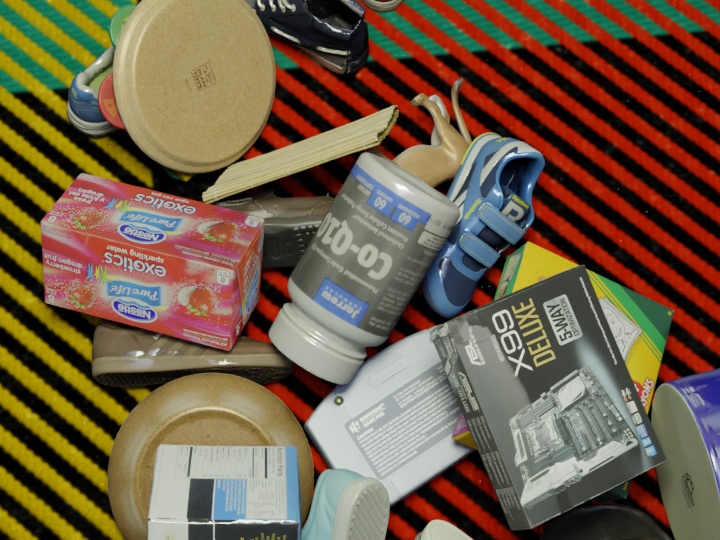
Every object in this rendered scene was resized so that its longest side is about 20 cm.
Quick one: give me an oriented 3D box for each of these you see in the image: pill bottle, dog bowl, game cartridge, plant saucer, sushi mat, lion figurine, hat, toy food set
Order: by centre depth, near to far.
[{"bbox_3d":[0.248,0.300,1.298,0.198,0.081,0.203,8,59,-14],"label":"hat"},{"bbox_3d":[0.340,0.194,1.300,0.078,0.200,0.203,-11,74,-5],"label":"dog bowl"},{"bbox_3d":[-0.142,0.199,1.322,0.197,0.035,0.203,0,90,-5],"label":"plant saucer"},{"bbox_3d":[0.000,0.000,1.337,0.113,0.114,0.201,31,99,6],"label":"pill bottle"},{"bbox_3d":[0.051,0.140,1.382,0.199,0.041,0.134,-31,81,-12],"label":"game cartridge"},{"bbox_3d":[-0.058,-0.116,1.386,0.198,0.096,0.012,-18,109,20],"label":"sushi mat"},{"bbox_3d":[-0.172,-0.197,1.414,0.198,0.048,0.201,-50,124,-22],"label":"toy food set"},{"bbox_3d":[0.061,-0.105,1.438,0.199,0.072,0.123,-35,85,-17],"label":"lion figurine"}]

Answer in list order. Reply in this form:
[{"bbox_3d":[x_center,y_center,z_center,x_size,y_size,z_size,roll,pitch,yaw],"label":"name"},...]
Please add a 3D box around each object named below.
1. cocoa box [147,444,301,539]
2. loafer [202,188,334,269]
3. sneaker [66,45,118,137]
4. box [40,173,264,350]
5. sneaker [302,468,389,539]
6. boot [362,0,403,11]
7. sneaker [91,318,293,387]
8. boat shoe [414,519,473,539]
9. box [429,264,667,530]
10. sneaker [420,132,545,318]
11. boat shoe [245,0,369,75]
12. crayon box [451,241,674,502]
[{"bbox_3d":[-0.119,0.272,1.235,0.129,0.134,0.202,1,112,-5],"label":"cocoa box"},{"bbox_3d":[-0.107,-0.042,1.417,0.197,0.074,0.071,2,39,-2],"label":"loafer"},{"bbox_3d":[-0.214,-0.209,1.446,0.199,0.077,0.076,-35,77,-15],"label":"sneaker"},{"bbox_3d":[-0.199,-0.009,1.346,0.198,0.101,0.096,14,37,9],"label":"box"},{"bbox_3d":[-0.031,0.284,1.321,0.073,0.082,0.202,16,91,-42],"label":"sneaker"},{"bbox_3d":[0.069,-0.386,1.483,0.072,0.144,0.201,31,72,7],"label":"boot"},{"bbox_3d":[-0.165,0.070,1.371,0.197,0.071,0.076,0,68,-5],"label":"sneaker"},{"bbox_3d":[0.125,0.323,1.331,0.200,0.073,0.062,41,118,1],"label":"boat shoe"},{"bbox_3d":[0.174,0.116,1.296,0.156,0.050,0.202,-20,85,-21],"label":"box"},{"bbox_3d":[0.123,-0.047,1.405,0.074,0.082,0.202,31,77,-40],"label":"sneaker"},{"bbox_3d":[-0.076,-0.287,1.469,0.198,0.093,0.075,27,73,4],"label":"boat shoe"},{"bbox_3d":[0.200,0.100,1.367,0.171,0.058,0.202,24,69,-13],"label":"crayon box"}]
